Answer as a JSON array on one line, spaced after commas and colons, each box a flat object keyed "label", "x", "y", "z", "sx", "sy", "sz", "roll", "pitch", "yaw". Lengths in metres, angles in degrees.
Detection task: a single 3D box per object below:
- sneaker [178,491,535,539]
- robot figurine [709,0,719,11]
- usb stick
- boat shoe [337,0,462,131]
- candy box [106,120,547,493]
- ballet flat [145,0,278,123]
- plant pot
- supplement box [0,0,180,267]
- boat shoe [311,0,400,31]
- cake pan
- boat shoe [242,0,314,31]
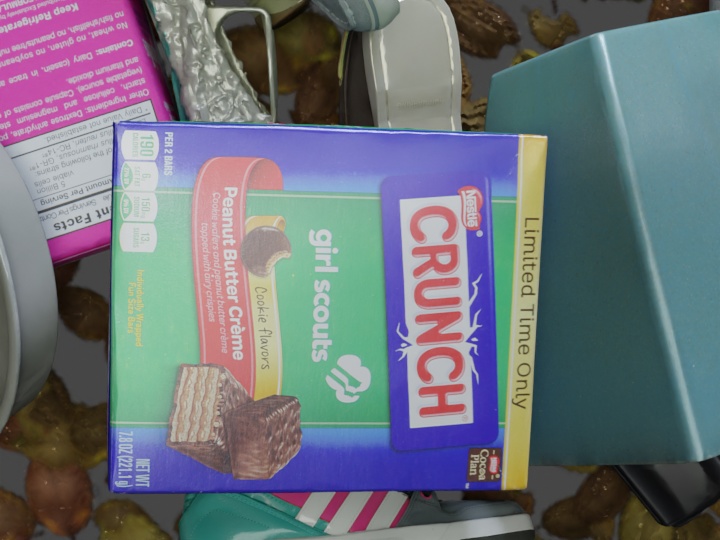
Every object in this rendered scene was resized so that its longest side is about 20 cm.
[{"label": "sneaker", "x": -0.005, "y": 0.109, "z": 0.816, "sx": 0.198, "sy": 0.084, "sz": 0.122, "roll": -1, "pitch": 69, "yaw": -16}, {"label": "robot figurine", "x": 0.273, "y": -0.107, "z": 0.792, "sx": 0.124, "sy": 0.150, "sz": 0.201, "roll": -28, "pitch": 94, "yaw": 32}, {"label": "usb stick", "x": 0.137, "y": 0.060, "z": 0.845, "sx": 0.055, "sy": 0.033, "sz": 0.200, "roll": -39, "pitch": 93, "yaw": 7}, {"label": "boat shoe", "x": 0.021, "y": -0.055, "z": 0.823, "sx": 0.071, "sy": 0.059, "sz": 0.202, "roll": -4, "pitch": 95, "yaw": -21}, {"label": "candy box", "x": -0.018, "y": 0.017, "z": 0.695, "sx": 0.198, "sy": 0.077, "sz": 0.171, "roll": 1, "pitch": 96, "yaw": -10}, {"label": "ballet flat", "x": -0.083, "y": -0.143, "z": 0.793, "sx": 0.071, "sy": 0.072, "sz": 0.202, "roll": -18, "pitch": 99, "yaw": 0}, {"label": "plant pot", "x": 0.146, "y": -0.018, "z": 0.744, "sx": 0.141, "sy": 0.141, "sz": 0.202, "roll": -16, "pitch": 91, "yaw": -31}, {"label": "supplement box", "x": -0.160, "y": -0.108, "z": 0.797, "sx": 0.103, "sy": 0.101, "sz": 0.202, "roll": -17, "pitch": 94, "yaw": -1}, {"label": "boat shoe", "x": -0.067, "y": -0.184, "z": 0.740, "sx": 0.201, "sy": 0.070, "sz": 0.072, "roll": 45, "pitch": 80, "yaw": -12}, {"label": "cake pan", "x": -0.224, "y": -0.004, "z": 0.774, "sx": 0.037, "sy": 0.200, "sz": 0.202, "roll": -21, "pitch": 93, "yaw": -42}, {"label": "boat shoe", "x": 0.008, "y": -0.215, "z": 0.809, "sx": 0.200, "sy": 0.073, "sz": 0.063, "roll": -39, "pitch": 95, "yaw": 1}]
